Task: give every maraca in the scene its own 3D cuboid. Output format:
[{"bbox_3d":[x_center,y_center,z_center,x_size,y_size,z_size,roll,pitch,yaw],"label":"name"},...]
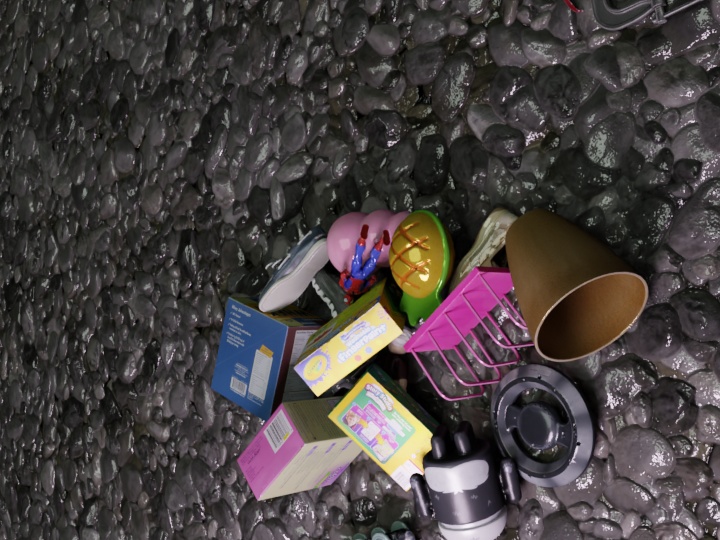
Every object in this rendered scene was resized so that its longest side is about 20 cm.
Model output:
[{"bbox_3d":[0.105,-0.003,1.500,0.137,0.106,0.202,1,92,57],"label":"maraca"}]

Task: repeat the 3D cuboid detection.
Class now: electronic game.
[{"bbox_3d":[0.293,0.251,1.416,0.199,0.041,0.202,8,101,46],"label":"electronic game"}]

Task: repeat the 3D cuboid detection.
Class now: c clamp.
[{"bbox_3d":[0.426,-0.461,1.344,0.170,0.027,0.202,-25,73,44],"label":"c clamp"}]

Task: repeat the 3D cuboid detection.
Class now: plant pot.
[{"bbox_3d":[0.308,0.002,1.341,0.187,0.185,0.201,-52,44,28],"label":"plant pot"}]

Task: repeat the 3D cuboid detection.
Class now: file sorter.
[{"bbox_3d":[0.201,0.108,1.443,0.200,0.138,0.126,-50,59,29],"label":"file sorter"}]

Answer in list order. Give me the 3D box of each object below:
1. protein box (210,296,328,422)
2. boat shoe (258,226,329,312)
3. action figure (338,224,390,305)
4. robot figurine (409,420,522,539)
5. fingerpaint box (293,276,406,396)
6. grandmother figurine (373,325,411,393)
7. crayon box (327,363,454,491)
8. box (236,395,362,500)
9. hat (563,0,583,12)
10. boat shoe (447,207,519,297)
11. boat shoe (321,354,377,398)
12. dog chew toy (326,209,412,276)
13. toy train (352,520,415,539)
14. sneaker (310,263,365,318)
[{"bbox_3d":[-0.182,0.178,1.795,0.198,0.134,0.202,21,102,42],"label":"protein box"},{"bbox_3d":[-0.134,-0.003,1.713,0.200,0.075,0.062,-49,51,16],"label":"boat shoe"},{"bbox_3d":[0.000,0.000,1.576,0.200,0.065,0.052,113,165,-52],"label":"action figure"},{"bbox_3d":[0.173,0.357,1.453,0.150,0.124,0.202,-8,99,55],"label":"robot figurine"},{"bbox_3d":[-0.012,0.118,1.583,0.200,0.167,0.073,-38,98,14],"label":"fingerpaint box"},{"bbox_3d":[0.057,0.200,1.629,0.121,0.060,0.202,16,96,48],"label":"grandmother figurine"},{"bbox_3d":[0.054,0.279,1.558,0.200,0.058,0.119,43,108,5],"label":"crayon box"},{"bbox_3d":[-0.101,0.335,1.669,0.176,0.199,0.097,-52,56,28],"label":"box"},{"bbox_3d":[0.283,-0.535,1.482,0.165,0.176,0.201,-15,40,43],"label":"hat"},{"bbox_3d":[0.214,-0.007,1.482,0.064,0.071,0.201,39,114,35],"label":"boat shoe"},{"bbox_3d":[-0.021,0.203,1.686,0.066,0.070,0.200,51,132,-2],"label":"boat shoe"},{"bbox_3d":[0.035,-0.057,1.623,0.199,0.124,0.126,-12,80,34],"label":"dog chew toy"},{"bbox_3d":[0.034,0.542,1.619,0.199,0.085,0.115,-30,78,38],"label":"toy train"},{"bbox_3d":[-0.034,0.041,1.717,0.090,0.066,0.201,-40,62,26],"label":"sneaker"}]
